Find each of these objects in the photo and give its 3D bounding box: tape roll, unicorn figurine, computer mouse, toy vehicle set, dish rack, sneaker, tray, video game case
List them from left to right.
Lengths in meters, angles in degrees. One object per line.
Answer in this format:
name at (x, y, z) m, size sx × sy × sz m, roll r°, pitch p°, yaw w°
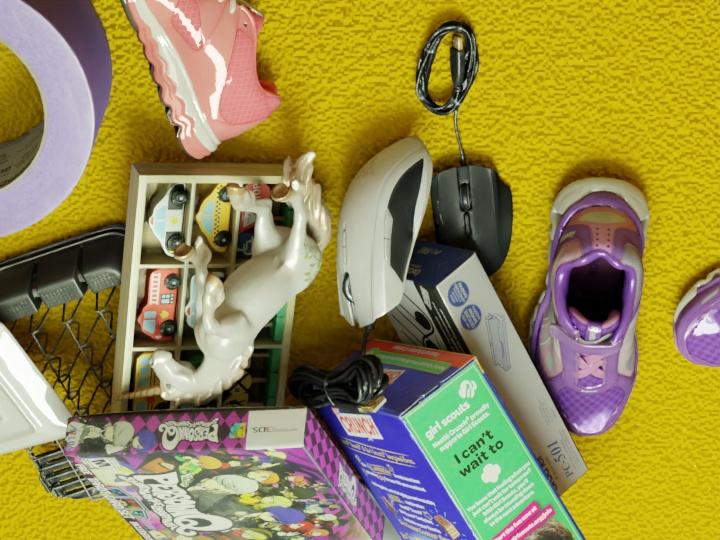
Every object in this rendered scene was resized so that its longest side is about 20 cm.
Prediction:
tray at (-0.306, 0.103, 1.723) m, size 0.200 × 0.022 × 0.107 m, roll -17°, pitch 119°, yaw 38°
tape roll at (-0.275, -0.126, 1.599) m, size 0.199 × 0.085 × 0.200 m, roll 1°, pitch 119°, yaw 2°
dish rack at (-0.201, 0.077, 1.728) m, size 0.153 × 0.055 × 0.200 m, roll -17°, pitch 119°, yaw 14°
sneaker at (-0.113, -0.177, 1.580) m, size 0.087 × 0.074 × 0.200 m, roll -21°, pitch 121°, yaw -1°
toy vehicle set at (-0.109, 0.021, 1.665) m, size 0.124 × 0.027 × 0.201 m, roll -2°, pitch 113°, yaw -20°
video game case at (-0.095, 0.157, 1.690) m, size 0.181 × 0.036 × 0.200 m, roll -3°, pitch 151°, yaw 16°
unicorn figurine at (-0.087, 0.018, 1.604) m, size 0.200 × 0.074 × 0.138 m, roll -35°, pitch 144°, yaw -14°
computer mouse at (0.000, 0.000, 1.620) m, size 0.044 × 0.110 × 0.201 m, roll 15°, pitch 85°, yaw -25°
computer mouse at (0.072, -0.079, 1.634) m, size 0.058 × 0.034 × 0.200 m, roll -6°, pitch 119°, yaw 8°
sneaker at (0.163, 0.039, 1.656) m, size 0.080 × 0.089 × 0.201 m, roll 2°, pitch 121°, yaw 1°
sneaker at (0.323, 0.041, 1.656) m, size 0.200 × 0.089 × 0.081 m, roll -6°, pitch 120°, yaw 8°

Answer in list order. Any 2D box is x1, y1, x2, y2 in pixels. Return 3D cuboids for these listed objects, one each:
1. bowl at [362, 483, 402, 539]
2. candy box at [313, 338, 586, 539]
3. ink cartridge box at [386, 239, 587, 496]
bowl at (-0.009, 0.272, 1.805) m, size 0.200 × 0.090 × 0.202 m, roll 2°, pitch 120°, yaw 3°
candy box at (0.067, 0.152, 1.675) m, size 0.077 × 0.169 × 0.200 m, roll -39°, pitch 108°, yaw -17°
ink cartridge box at (0.084, 0.072, 1.682) m, size 0.044 × 0.094 × 0.200 m, roll -40°, pitch 117°, yaw -22°
